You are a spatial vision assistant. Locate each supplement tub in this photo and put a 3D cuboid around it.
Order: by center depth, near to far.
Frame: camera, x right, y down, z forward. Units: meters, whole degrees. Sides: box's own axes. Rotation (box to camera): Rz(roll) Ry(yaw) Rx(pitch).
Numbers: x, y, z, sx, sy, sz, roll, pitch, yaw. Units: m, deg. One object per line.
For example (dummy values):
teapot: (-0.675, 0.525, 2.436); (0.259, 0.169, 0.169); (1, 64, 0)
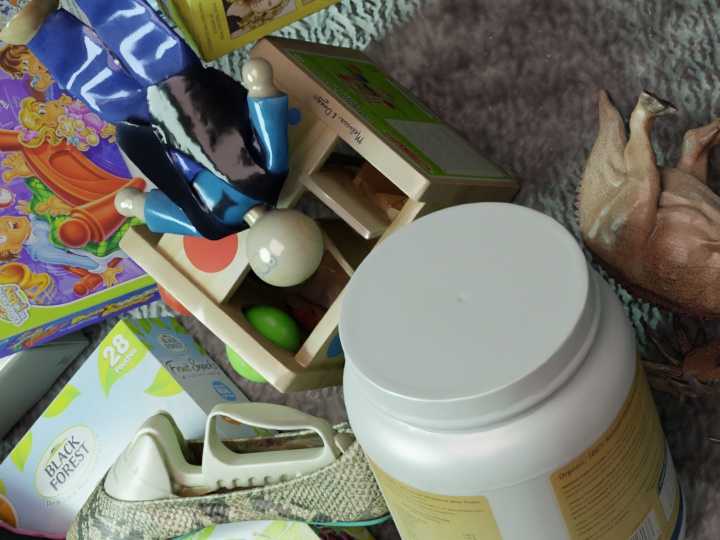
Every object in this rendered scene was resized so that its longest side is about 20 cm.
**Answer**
supplement tub: (0.074, 0.078, 1.333); (0.144, 0.200, 0.145); (-11, 46, 11)

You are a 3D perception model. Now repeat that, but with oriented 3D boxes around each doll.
doll: (-0.093, -0.070, 1.376); (0.200, 0.048, 0.136); (45, 130, 3)

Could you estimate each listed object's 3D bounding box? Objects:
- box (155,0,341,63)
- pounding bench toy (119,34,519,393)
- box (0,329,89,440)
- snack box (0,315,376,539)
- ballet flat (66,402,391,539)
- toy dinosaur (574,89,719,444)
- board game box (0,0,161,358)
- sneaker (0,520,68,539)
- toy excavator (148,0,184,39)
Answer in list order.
box: (-0.013, -0.183, 1.415); (0.199, 0.050, 0.075); (-26, 46, -13)
pounding bench toy: (0.000, 0.000, 1.441); (0.200, 0.124, 0.156); (41, 106, 19)
box: (-0.261, 0.001, 1.586); (0.095, 0.078, 0.200); (-47, 72, 17)
snack box: (-0.107, 0.153, 1.523); (0.200, 0.068, 0.169); (46, 108, 19)
ballet flat: (-0.073, 0.103, 1.432); (0.199, 0.068, 0.076); (-8, 123, 20)
toy dinosaur: (0.162, -0.007, 1.393); (0.200, 0.086, 0.136); (43, 114, 24)
board game box: (-0.192, -0.062, 1.526); (0.201, 0.134, 0.045); (64, 154, 10)
sneaker: (-0.208, 0.167, 1.484); (0.199, 0.095, 0.079); (22, 102, 23)
toy excavator: (-0.142, -0.180, 1.463); (0.194, 0.200, 0.100); (-17, 83, 24)
